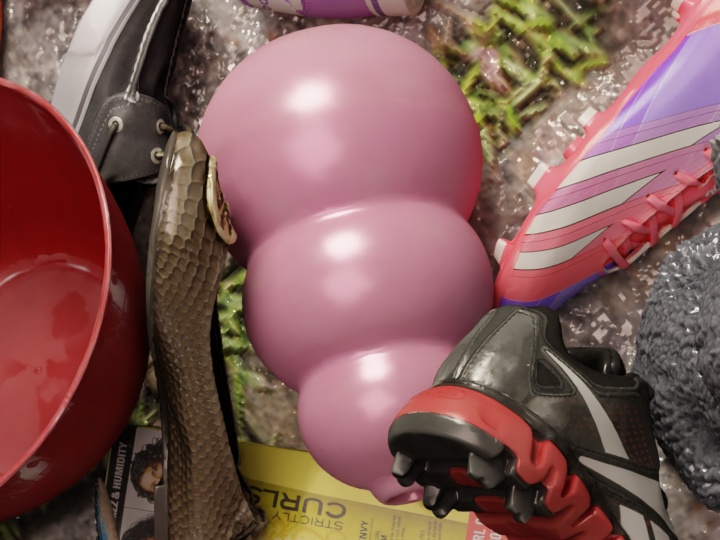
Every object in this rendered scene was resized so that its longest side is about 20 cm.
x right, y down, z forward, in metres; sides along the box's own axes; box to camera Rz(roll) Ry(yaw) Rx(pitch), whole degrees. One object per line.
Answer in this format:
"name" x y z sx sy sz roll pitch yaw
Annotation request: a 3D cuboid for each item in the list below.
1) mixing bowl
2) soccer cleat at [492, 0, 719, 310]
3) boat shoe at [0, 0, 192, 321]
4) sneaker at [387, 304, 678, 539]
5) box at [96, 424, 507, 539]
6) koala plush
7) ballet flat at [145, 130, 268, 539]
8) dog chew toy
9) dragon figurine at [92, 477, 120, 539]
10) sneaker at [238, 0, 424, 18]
"mixing bowl" -0.164 0.029 0.939 0.200 0.108 0.201 -10 66 24
"soccer cleat" 0.131 -0.049 0.945 0.076 0.067 0.200 37 94 11
"boat shoe" -0.111 -0.050 1.020 0.066 0.070 0.200 25 93 13
"sneaker" 0.093 0.087 0.896 0.071 0.200 0.098 -2 51 44
"box" -0.015 0.117 0.980 0.199 0.050 0.075 8 86 18
"koala plush" 0.179 0.028 0.848 0.183 0.200 0.178 -9 82 17
"ballet flat" -0.062 0.039 0.919 0.046 0.067 0.201 2 110 5
"dog chew toy" 0.000 0.000 0.940 0.124 0.125 0.201 -17 71 15
"dragon figurine" -0.125 0.198 0.972 0.099 0.059 0.201 -11 106 15
"sneaker" -0.026 -0.216 1.008 0.114 0.073 0.201 3 85 21
